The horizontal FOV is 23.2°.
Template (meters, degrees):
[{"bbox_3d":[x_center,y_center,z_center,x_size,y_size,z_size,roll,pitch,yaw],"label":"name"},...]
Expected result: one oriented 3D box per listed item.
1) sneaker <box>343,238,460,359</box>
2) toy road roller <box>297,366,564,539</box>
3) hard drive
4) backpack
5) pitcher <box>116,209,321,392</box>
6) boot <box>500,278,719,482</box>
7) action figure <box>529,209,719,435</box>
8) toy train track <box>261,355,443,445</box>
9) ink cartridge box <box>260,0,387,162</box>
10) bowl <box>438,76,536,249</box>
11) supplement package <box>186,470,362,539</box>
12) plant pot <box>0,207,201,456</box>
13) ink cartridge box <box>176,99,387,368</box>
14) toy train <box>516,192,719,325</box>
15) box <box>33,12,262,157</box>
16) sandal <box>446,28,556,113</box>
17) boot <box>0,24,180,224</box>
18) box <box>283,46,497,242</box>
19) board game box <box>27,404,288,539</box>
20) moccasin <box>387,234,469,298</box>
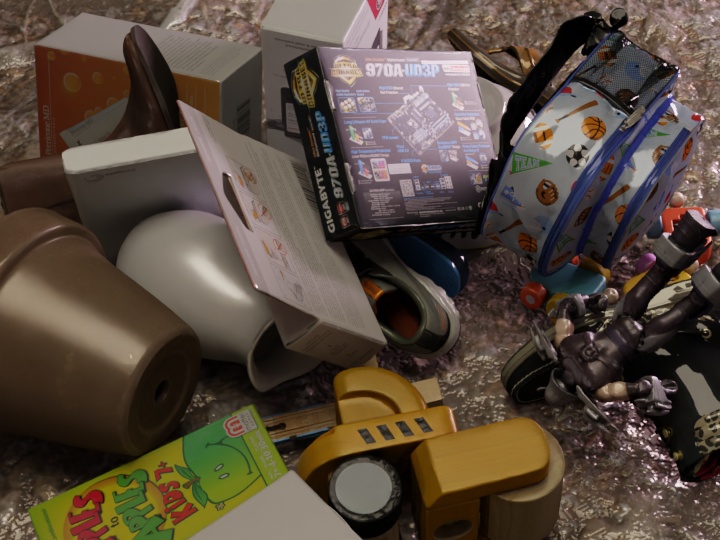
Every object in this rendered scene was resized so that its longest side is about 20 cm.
[{"bbox_3d":[0.000,0.000,1.519,0.200,0.079,0.074,38,100,15],"label":"sneaker"},{"bbox_3d":[0.050,0.146,1.368,0.199,0.123,0.146,-10,56,-5],"label":"toy road roller"},{"bbox_3d":[-0.186,-0.064,1.566,0.131,0.200,0.027,-11,67,-5],"label":"hard drive"},{"bbox_3d":[0.190,-0.086,1.498,0.154,0.200,0.190,37,57,22],"label":"backpack"},{"bbox_3d":[-0.103,0.025,1.536,0.200,0.122,0.171,29,17,35],"label":"pitcher"},{"bbox_3d":[0.228,0.105,1.440,0.203,0.074,0.154,-22,59,6],"label":"boot"},{"bbox_3d":[0.220,0.048,1.395,0.200,0.069,0.130,-43,69,11],"label":"action figure"},{"bbox_3d":[-0.028,0.131,1.476,0.199,0.033,0.115,-13,52,1],"label":"toy train track"},{"bbox_3d":[-0.031,-0.188,1.671,0.083,0.200,0.146,13,48,12],"label":"ink cartridge box"},{"bbox_3d":[0.095,-0.122,1.665,0.200,0.094,0.201,-4,45,4],"label":"bowl"},{"bbox_3d":[-0.087,0.267,1.280,0.200,0.120,0.121,-31,49,-22],"label":"supplement package"},{"bbox_3d":[-0.230,0.069,1.441,0.174,0.201,0.200,22,51,21],"label":"plant pot"},{"bbox_3d":[-0.076,-0.027,1.419,0.045,0.176,0.200,-39,55,22],"label":"ink cartridge box"},{"bbox_3d":[0.232,0.001,1.561,0.199,0.056,0.151,-6,40,-2],"label":"toy train"},{"bbox_3d":[-0.204,-0.161,1.698,0.199,0.125,0.098,13,30,18],"label":"box"},{"bbox_3d":[0.171,-0.187,1.723,0.200,0.082,0.055,34,84,29],"label":"sandal"},{"bbox_3d":[-0.259,-0.115,1.615,0.199,0.187,0.064,-14,21,10],"label":"boot"},{"bbox_3d":[0.036,-0.110,1.516,0.200,0.046,0.160,-6,80,-45],"label":"box"},{"bbox_3d":[-0.152,0.196,1.394,0.199,0.048,0.102,-25,48,-9],"label":"board game box"},{"bbox_3d":[0.017,-0.039,1.601,0.200,0.081,0.068,26,39,23],"label":"moccasin"}]
